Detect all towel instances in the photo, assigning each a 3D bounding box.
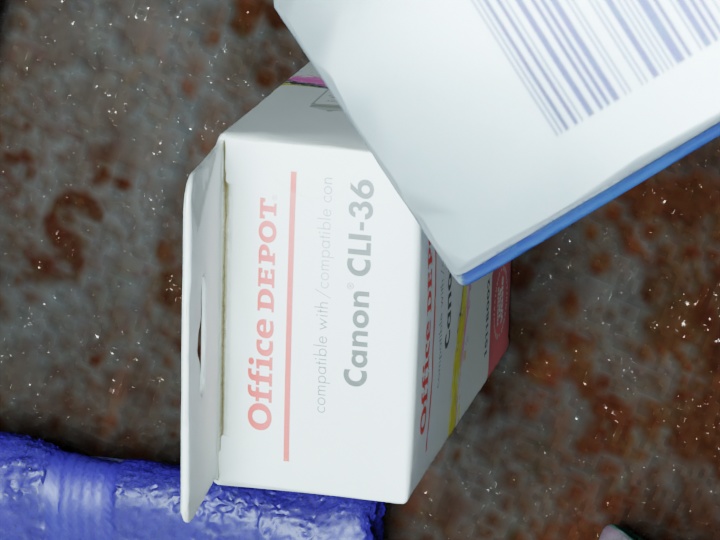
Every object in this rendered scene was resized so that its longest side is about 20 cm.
[{"bbox_3d":[-0.085,0.131,1.066,0.199,0.050,0.149,7,116,13],"label":"towel"}]

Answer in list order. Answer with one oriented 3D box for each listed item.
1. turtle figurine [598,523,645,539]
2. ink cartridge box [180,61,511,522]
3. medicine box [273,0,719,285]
[{"bbox_3d":[0.051,0.187,0.987,0.100,0.150,0.201,29,98,-11],"label":"turtle figurine"},{"bbox_3d":[0.000,0.000,0.914,0.067,0.200,0.117,5,109,14],"label":"ink cartridge box"},{"bbox_3d":[0.097,-0.104,0.854,0.182,0.200,0.103,-31,94,22],"label":"medicine box"}]
